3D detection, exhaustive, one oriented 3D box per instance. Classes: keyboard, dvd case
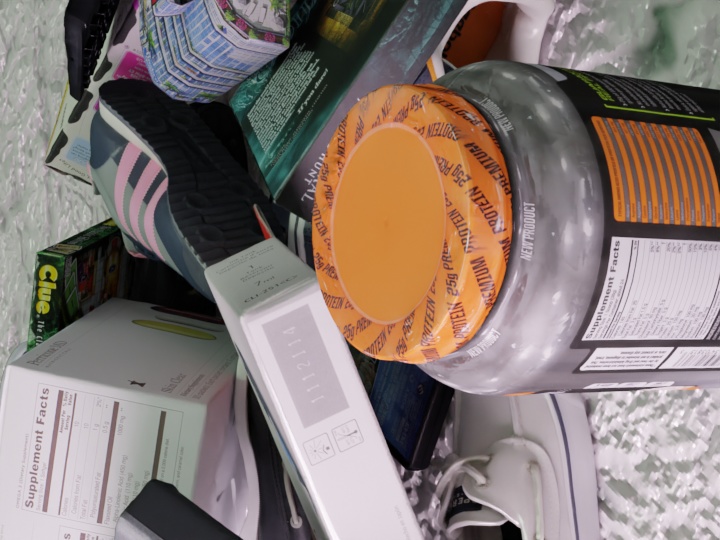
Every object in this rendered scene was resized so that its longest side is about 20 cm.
[{"bbox_3d":[-0.132,-0.203,0.910,0.104,0.039,0.202,100,-179,-60],"label":"keyboard"},{"bbox_3d":[0.000,0.000,0.869,0.200,0.017,0.144,41,122,47],"label":"dvd case"}]

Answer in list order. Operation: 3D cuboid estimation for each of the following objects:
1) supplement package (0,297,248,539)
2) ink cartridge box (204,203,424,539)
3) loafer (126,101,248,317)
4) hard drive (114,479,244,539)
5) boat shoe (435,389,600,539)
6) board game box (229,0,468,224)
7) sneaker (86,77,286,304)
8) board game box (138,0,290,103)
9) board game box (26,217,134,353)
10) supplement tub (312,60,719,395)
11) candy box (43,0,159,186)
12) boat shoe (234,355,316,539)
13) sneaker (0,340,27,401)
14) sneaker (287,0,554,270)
[{"bbox_3d":[-0.130,0.116,0.882,0.200,0.109,0.158,-56,-24,-79],"label":"supplement package"},{"bbox_3d":[-0.020,0.080,0.750,0.176,0.044,0.202,-138,26,-71],"label":"ink cartridge box"},{"bbox_3d":[-0.122,-0.016,0.999,0.070,0.068,0.203,30,116,44],"label":"loafer"},{"bbox_3d":[-0.031,0.189,0.708,0.199,0.033,0.140,35,148,10],"label":"hard drive"},{"bbox_3d":[0.067,0.113,0.727,0.072,0.065,0.203,-23,71,53],"label":"boat shoe"},{"bbox_3d":[0.010,-0.134,0.739,0.201,0.028,0.136,-55,26,14],"label":"board game box"},{"bbox_3d":[-0.104,-0.028,0.889,0.201,0.069,0.083,55,135,42],"label":"sneaker"},{"bbox_3d":[-0.077,-0.203,0.773,0.200,0.061,0.203,165,105,-70],"label":"board game box"},{"bbox_3d":[-0.172,0.025,0.980,0.200,0.023,0.106,-54,-25,-77],"label":"board game box"},{"bbox_3d":[0.088,-0.014,0.588,0.122,0.198,0.124,-5,84,55],"label":"supplement tub"},{"bbox_3d":[-0.133,-0.163,0.988,0.200,0.060,0.137,-50,25,42],"label":"candy box"},{"bbox_3d":[-0.033,0.110,0.866,0.060,0.076,0.203,4,104,22],"label":"boat shoe"},{"bbox_3d":[-0.215,0.153,1.123,0.108,0.069,0.203,6,100,59],"label":"sneaker"},{"bbox_3d":[0.029,-0.066,0.760,0.079,0.078,0.202,36,106,51],"label":"sneaker"}]
